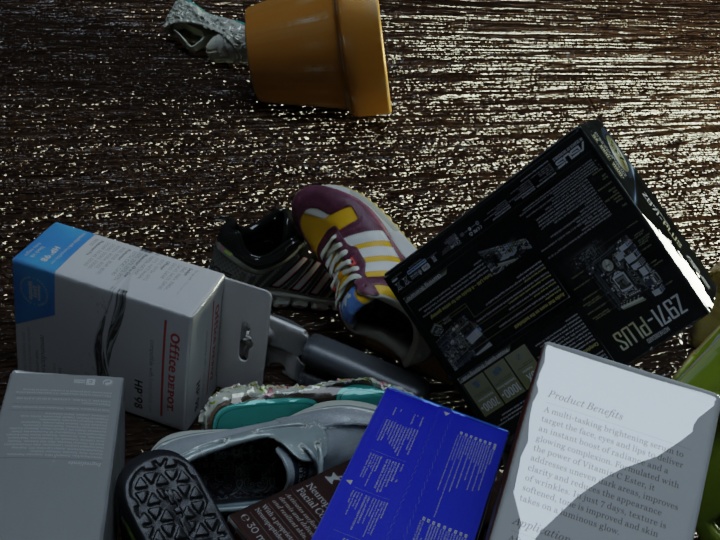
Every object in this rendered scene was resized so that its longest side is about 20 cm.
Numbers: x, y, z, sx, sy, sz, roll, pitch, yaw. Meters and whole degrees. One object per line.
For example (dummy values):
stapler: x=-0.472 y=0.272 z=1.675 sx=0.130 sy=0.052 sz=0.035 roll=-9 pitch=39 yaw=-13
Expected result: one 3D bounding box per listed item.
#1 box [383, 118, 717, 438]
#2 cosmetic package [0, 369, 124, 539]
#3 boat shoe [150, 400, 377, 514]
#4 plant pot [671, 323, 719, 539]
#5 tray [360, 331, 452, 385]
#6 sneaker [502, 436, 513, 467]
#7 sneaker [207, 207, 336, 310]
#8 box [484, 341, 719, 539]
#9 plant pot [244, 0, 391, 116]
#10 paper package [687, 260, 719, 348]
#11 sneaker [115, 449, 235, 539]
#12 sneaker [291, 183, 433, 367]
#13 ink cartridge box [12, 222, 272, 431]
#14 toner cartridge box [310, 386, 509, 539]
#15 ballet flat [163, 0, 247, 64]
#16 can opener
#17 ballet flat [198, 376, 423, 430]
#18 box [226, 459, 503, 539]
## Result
box: x=0.146 y=0.009 z=0.770 sx=0.165 sy=0.199 sz=0.086 roll=54 pitch=25 yaw=5
cosmetic package: x=-0.197 y=0.167 z=0.622 sx=0.088 sy=0.109 sz=0.201 roll=5 pitch=30 yaw=-8
boat shoe: x=-0.057 y=0.144 z=0.716 sx=0.197 sy=0.072 sz=0.071 roll=-6 pitch=10 yaw=-14
plant pot: x=0.330 y=0.110 z=0.728 sx=0.181 sy=0.200 sz=0.199 roll=43 pitch=40 yaw=15
tray: x=0.089 y=0.032 z=0.978 sx=0.097 sy=0.038 sz=0.200 roll=22 pitch=33 yaw=20
sneaker: x=0.165 y=0.147 z=0.786 sx=0.098 sy=0.079 sz=0.199 roll=23 pitch=32 yaw=31
sneaker: x=-0.056 y=-0.016 z=0.962 sx=0.196 sy=0.089 sz=0.074 roll=-1 pitch=33 yaw=-18
box: x=0.125 y=0.173 z=0.583 sx=0.104 sy=0.153 sz=0.203 roll=16 pitch=65 yaw=11
plant pot: x=-0.058 y=-0.304 z=1.335 sx=0.179 sy=0.203 sz=0.201 roll=-7 pitch=32 yaw=3
paper package: x=0.465 y=0.037 z=1.012 sx=0.198 sy=0.105 sz=0.190 roll=25 pitch=35 yaw=23
sneaker: x=-0.101 y=0.208 z=0.619 sx=0.071 sy=0.083 sz=0.202 roll=-13 pitch=65 yaw=-29
sneaker: x=0.000 y=0.000 z=0.874 sx=0.199 sy=0.076 sz=0.090 roll=39 pitch=43 yaw=17
ink cartridge box: x=-0.178 y=0.050 z=0.799 sx=0.196 sy=0.118 sz=0.067 roll=16 pitch=32 yaw=11
toner cartridge box: x=0.027 y=0.162 z=0.618 sx=0.093 sy=0.044 sz=0.201 roll=20 pitch=35 yaw=10
ballet flat: x=-0.220 y=-0.343 z=1.465 sx=0.198 sy=0.073 sz=0.071 roll=30 pitch=37 yaw=31
can opener: x=-0.030 y=0.076 z=0.859 sx=0.197 sy=0.053 sz=0.066 roll=23 pitch=33 yaw=19
ballet flat: x=-0.031 y=0.115 z=0.788 sx=0.196 sy=0.077 sz=0.064 roll=7 pitch=7 yaw=-13
box: x=0.012 y=0.188 z=0.680 sx=0.198 sy=0.076 sz=0.100 roll=-16 pitch=41 yaw=-38
